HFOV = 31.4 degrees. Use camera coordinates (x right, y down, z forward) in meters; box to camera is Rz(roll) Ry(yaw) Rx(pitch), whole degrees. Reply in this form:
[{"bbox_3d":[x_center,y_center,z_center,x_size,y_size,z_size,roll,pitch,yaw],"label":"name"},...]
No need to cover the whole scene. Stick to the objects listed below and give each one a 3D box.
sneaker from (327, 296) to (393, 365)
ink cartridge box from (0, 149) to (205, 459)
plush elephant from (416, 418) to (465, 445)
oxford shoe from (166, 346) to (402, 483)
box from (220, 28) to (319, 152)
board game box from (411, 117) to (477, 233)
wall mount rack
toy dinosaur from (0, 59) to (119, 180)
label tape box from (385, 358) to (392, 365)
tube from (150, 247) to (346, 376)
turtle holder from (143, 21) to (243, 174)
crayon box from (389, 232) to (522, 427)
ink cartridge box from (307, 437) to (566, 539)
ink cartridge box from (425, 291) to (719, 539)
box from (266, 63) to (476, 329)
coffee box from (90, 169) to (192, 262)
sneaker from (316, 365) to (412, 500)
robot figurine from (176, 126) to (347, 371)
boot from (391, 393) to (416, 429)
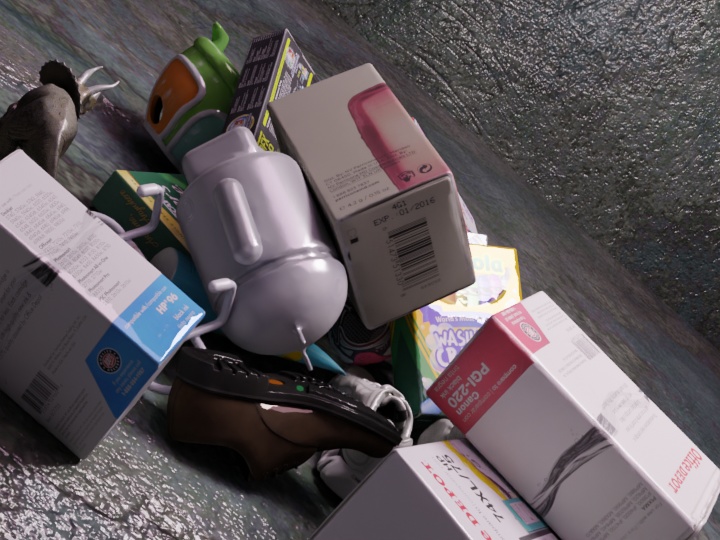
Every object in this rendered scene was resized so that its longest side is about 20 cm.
[{"bbox_3d":[0.000,0.000,1.232,0.075,0.079,0.202,72,13,-54],"label":"sneaker"},{"bbox_3d":[-0.212,0.009,0.814,0.200,0.116,0.068,42,36,-2],"label":"ink cartridge box"},{"bbox_3d":[0.126,0.183,1.087,0.198,0.164,0.157,6,75,-36],"label":"plush elephant"},{"bbox_3d":[-0.059,0.121,0.974,0.198,0.085,0.073,17,3,-27],"label":"oxford shoe"},{"bbox_3d":[-0.073,-0.112,1.270,0.161,0.044,0.202,53,36,-41],"label":"box"},{"bbox_3d":[0.084,-0.054,1.362,0.154,0.040,0.201,57,13,-27],"label":"board game box"},{"bbox_3d":[-0.198,0.009,0.967,0.172,0.075,0.200,-19,55,-34],"label":"wall mount rack"},{"bbox_3d":[-0.268,-0.117,1.061,0.077,0.103,0.200,35,16,-18],"label":"toy dinosaur"},{"bbox_3d":[0.032,0.018,1.400,0.199,0.066,0.144,32,43,-26],"label":"label tape box"},{"bbox_3d":[-0.102,0.045,1.130,0.199,0.051,0.077,31,-4,-35],"label":"tube"},{"bbox_3d":[-0.154,-0.160,1.382,0.141,0.131,0.186,49,-3,18],"label":"turtle holder"},{"bbox_3d":[0.090,0.045,1.193,0.124,0.052,0.203,6,67,-27],"label":"crayon box"},{"bbox_3d":[0.065,0.219,0.889,0.147,0.146,0.199,48,18,21],"label":"ink cartridge box"},{"bbox_3d":[0.161,0.121,0.937,0.200,0.085,0.145,45,21,13],"label":"ink cartridge box"},{"bbox_3d":[0.008,-0.069,1.125,0.201,0.108,0.129,-119,-171,-48],"label":"box"},{"bbox_3d":[-0.157,-0.038,1.221,0.123,0.044,0.200,48,17,15],"label":"coffee box"},{"bbox_3d":[0.011,0.131,1.119,0.075,0.081,0.200,35,15,-15],"label":"sneaker"},{"bbox_3d":[-0.081,-0.016,1.053,0.202,0.112,0.170,65,7,21],"label":"robot figurine"},{"bbox_3d":[0.049,0.055,1.282,0.181,0.072,0.202,3,68,-62],"label":"boot"}]
